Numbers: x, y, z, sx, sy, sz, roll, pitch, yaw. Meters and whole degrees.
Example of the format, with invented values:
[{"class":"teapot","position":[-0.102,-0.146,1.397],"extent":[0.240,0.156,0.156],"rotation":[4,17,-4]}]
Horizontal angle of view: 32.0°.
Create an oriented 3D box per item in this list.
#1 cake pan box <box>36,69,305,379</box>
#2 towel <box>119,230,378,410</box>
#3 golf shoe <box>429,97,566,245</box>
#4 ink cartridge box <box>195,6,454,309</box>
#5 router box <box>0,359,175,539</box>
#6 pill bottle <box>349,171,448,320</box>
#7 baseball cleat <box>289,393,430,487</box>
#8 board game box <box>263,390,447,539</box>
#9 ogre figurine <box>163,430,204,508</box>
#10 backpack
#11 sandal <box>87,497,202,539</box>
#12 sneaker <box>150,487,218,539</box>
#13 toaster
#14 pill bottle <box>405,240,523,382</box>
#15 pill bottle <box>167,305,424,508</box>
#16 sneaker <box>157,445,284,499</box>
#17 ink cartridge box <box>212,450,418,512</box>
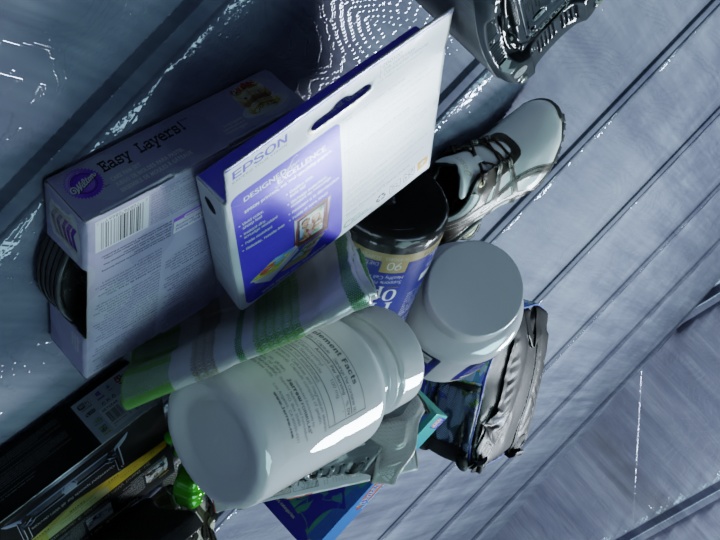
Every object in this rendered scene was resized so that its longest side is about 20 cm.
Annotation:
[{"class":"cake pan box","position":[-0.136,-0.030,0.899],"extent":[0.200,0.052,0.185],"rotation":[-34,154,-30]},{"class":"towel","position":[-0.087,0.033,0.956],"extent":[0.199,0.031,0.149],"rotation":[-23,-165,1]},{"class":"golf shoe","position":[0.125,-0.099,1.233],"extent":[0.200,0.078,0.094],"rotation":[-47,159,-2]},{"class":"ink cartridge box","position":[-0.024,-0.084,0.881],"extent":[0.198,0.043,0.200],"rotation":[-38,161,-19]},{"class":"router box","position":[-0.253,0.183,1.056],"extent":[0.200,0.052,0.157],"rotation":[-37,158,-23]},{"class":"pill bottle","position":[0.000,0.000,1.124],"extent":[0.112,0.112,0.200],"rotation":[-30,153,-37]},{"class":"baseball cleat","position":[-0.024,0.170,1.134],"extent":[0.200,0.107,0.070],"rotation":[-38,176,-9]},{"class":"board game box","position":[-0.031,0.174,1.327],"extent":[0.200,0.152,0.045],"rotation":[-49,159,5]},{"class":"ogre figurine","position":[-0.114,0.100,1.092],"extent":[0.098,0.201,0.120],"rotation":[-5,174,9]},{"class":"backpack","position":[0.136,0.121,1.531],"extent":[0.183,0.147,0.201],"rotation":[-2,109,-64]},{"class":"sandal","position":[-0.186,0.238,1.088],"extent":[0.075,0.045,0.200],"rotation":[-37,-168,-27]},{"class":"sneaker","position":[-0.189,0.263,1.217],"extent":[0.088,0.077,0.200],"rotation":[-31,-168,2]},{"class":"toaster","position":[0.084,-0.225,0.850],"extent":[0.114,0.129,0.200],"rotation":[-47,160,-1]},{"class":"pill bottle","position":[0.093,0.038,1.222],"extent":[0.120,0.120,0.200],"rotation":[-41,175,-13]},{"class":"pill bottle","position":[-0.045,0.099,1.004],"extent":[0.200,0.114,0.115],"rotation":[-23,149,-43]},{"class":"sneaker","position":[-0.116,0.181,1.233],"extent":[0.199,0.114,0.076],"rotation":[-17,143,-49]},{"class":"ink cartridge box","position":[-0.052,0.155,1.195],"extent":[0.199,0.109,0.050],"rotation":[-11,-178,-12]}]
